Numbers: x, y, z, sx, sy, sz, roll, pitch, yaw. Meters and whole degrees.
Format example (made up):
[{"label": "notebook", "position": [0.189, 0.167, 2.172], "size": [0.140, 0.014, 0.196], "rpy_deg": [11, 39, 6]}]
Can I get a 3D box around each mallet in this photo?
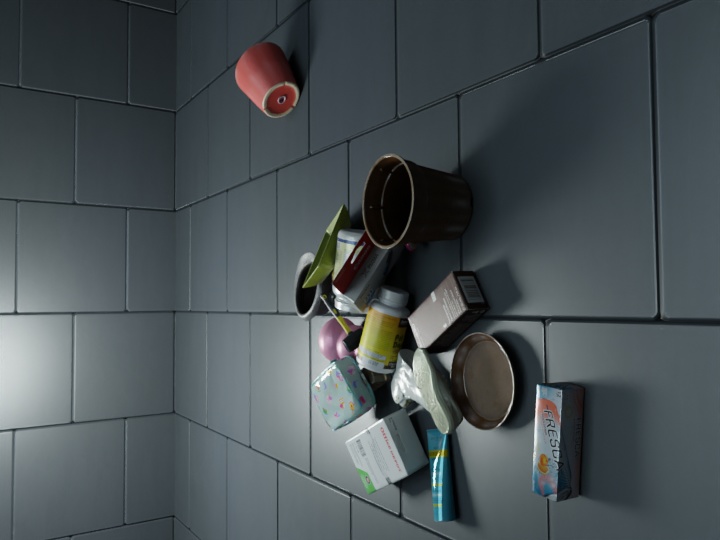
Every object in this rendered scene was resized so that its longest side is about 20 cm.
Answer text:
[{"label": "mallet", "position": [-0.046, 0.127, 1.768], "size": [0.042, 0.064, 0.202], "rpy_deg": [74, 169, -53]}]

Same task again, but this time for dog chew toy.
[{"label": "dog chew toy", "position": [-0.025, 0.202, 1.809], "size": [0.196, 0.122, 0.129], "rpy_deg": [12, 99, 44]}]

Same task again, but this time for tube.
[{"label": "tube", "position": [0.188, 0.473, 1.532], "size": [0.076, 0.049, 0.207], "rpy_deg": [-22, 65, 47]}]

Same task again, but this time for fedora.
[{"label": "fedora", "position": [-0.131, 0.053, 2.003], "size": [0.175, 0.088, 0.207], "rpy_deg": [-21, 65, 54]}]

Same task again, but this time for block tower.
[{"label": "block tower", "position": [0.008, 0.310, 1.807], "size": [0.200, 0.056, 0.055], "rpy_deg": [-44, 54, 46]}]

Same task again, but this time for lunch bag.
[{"label": "lunch bag", "position": [-0.049, 0.326, 1.770], "size": [0.163, 0.076, 0.200], "rpy_deg": [61, 140, 14]}]

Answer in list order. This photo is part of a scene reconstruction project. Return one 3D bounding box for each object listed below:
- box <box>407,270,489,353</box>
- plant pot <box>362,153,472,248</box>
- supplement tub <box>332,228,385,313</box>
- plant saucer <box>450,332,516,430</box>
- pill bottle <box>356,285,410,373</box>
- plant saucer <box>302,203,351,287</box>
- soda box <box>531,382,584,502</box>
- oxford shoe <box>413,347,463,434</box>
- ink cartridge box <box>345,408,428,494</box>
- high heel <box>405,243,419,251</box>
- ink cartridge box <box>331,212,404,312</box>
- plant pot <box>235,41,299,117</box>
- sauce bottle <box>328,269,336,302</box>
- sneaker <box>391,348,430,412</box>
[{"label": "box", "position": [0.196, 0.098, 1.501], "size": [0.201, 0.073, 0.102], "rpy_deg": [-54, 47, 44]}, {"label": "plant pot", "position": [0.136, -0.149, 1.489], "size": [0.198, 0.193, 0.208], "rpy_deg": [-4, 85, 58]}, {"label": "supplement tub", "position": [0.000, 0.000, 1.748], "size": [0.144, 0.141, 0.207], "rpy_deg": [18, 104, 56]}, {"label": "plant saucer", "position": [0.269, 0.237, 1.416], "size": [0.198, 0.034, 0.208], "rpy_deg": [-5, 84, 58]}, {"label": "pill bottle", "position": [0.062, 0.147, 1.668], "size": [0.108, 0.107, 0.207], "rpy_deg": [27, 105, 54]}, {"label": "plant saucer", "position": [-0.087, -0.057, 1.852], "size": [0.200, 0.047, 0.205], "rpy_deg": [133, 159, -65]}, {"label": "soda box", "position": [0.366, 0.315, 1.223], "size": [0.063, 0.067, 0.208], "rpy_deg": [2, 90, 57]}, {"label": "oxford shoe", "position": [0.173, 0.268, 1.483], "size": [0.076, 0.056, 0.204], "rpy_deg": [-57, 49, 48]}, {"label": "ink cartridge box", "position": [0.065, 0.458, 1.662], "size": [0.200, 0.082, 0.149], "rpy_deg": [-43, 68, 48]}, {"label": "high heel", "position": [0.098, -0.117, 1.666], "size": [0.096, 0.066, 0.205], "rpy_deg": [-40, 42, 38]}, {"label": "ink cartridge box", "position": [0.023, -0.013, 1.597], "size": [0.044, 0.176, 0.203], "rpy_deg": [30, 82, 23]}, {"label": "plant pot", "position": [-0.303, -0.632, 2.231], "size": [0.179, 0.196, 0.203], "rpy_deg": [55, 133, 28]}, {"label": "sauce bottle", "position": [-0.046, 0.000, 1.895], "size": [0.065, 0.063, 0.205], "rpy_deg": [49, 128, 46]}, {"label": "sneaker", "position": [0.137, 0.299, 1.599], "size": [0.201, 0.071, 0.119], "rpy_deg": [-123, 42, -51]}]
